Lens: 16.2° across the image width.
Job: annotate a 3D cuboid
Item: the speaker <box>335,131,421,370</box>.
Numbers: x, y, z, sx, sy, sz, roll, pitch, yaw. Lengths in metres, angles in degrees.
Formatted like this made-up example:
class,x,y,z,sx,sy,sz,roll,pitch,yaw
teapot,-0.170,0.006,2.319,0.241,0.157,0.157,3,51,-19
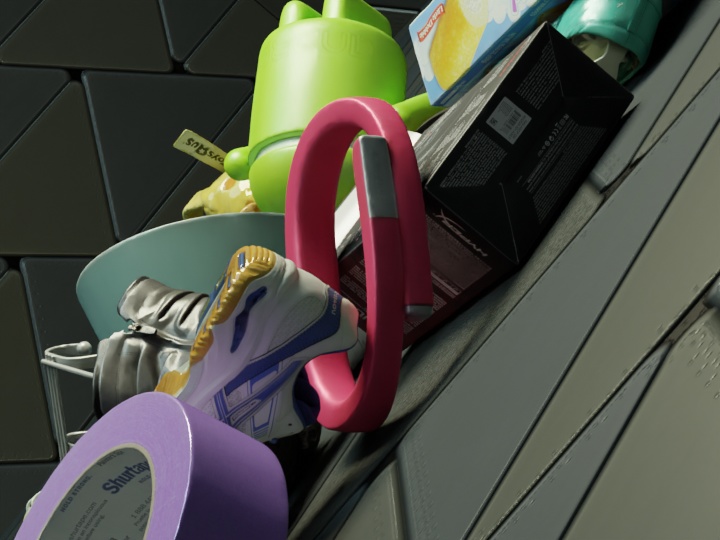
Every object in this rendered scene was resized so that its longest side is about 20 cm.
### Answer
class,x,y,z,sx,sy,sz,roll,pitch,yaw
speaker,0.000,0.000,1.753,0.200,0.081,0.081,-52,6,-17

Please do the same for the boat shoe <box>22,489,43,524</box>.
class,x,y,z,sx,sy,sz,roll,pitch,yaw
boat shoe,-0.200,0.177,1.673,0.072,0.062,0.200,-24,-24,-27

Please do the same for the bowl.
class,x,y,z,sx,sy,sz,roll,pitch,yaw
bowl,-0.104,0.046,1.859,0.201,0.201,0.105,-43,51,52

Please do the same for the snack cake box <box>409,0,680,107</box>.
class,x,y,z,sx,sy,sz,roll,pitch,yaw
snack cake box,0.134,-0.183,1.676,0.115,0.067,0.200,0,-27,-32

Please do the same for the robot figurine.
class,x,y,z,sx,sy,sz,roll,pitch,yaw
robot figurine,-0.025,-0.111,1.918,0.175,0.116,0.200,-13,60,32

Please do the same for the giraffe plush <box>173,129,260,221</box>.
class,x,y,z,sx,sy,sz,roll,pitch,yaw
giraffe plush,-0.049,-0.029,2.028,0.162,0.200,0.173,-107,36,-51

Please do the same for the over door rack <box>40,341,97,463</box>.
class,x,y,z,sx,sy,sz,roll,pitch,yaw
over door rack,-0.165,0.135,1.770,0.067,0.148,0.200,-11,11,-19

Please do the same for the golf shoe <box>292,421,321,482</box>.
class,x,y,z,sx,sy,sz,roll,pitch,yaw
golf shoe,-0.107,0.158,1.615,0.200,0.078,0.094,-41,-1,-16

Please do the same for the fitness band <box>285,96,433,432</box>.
class,x,y,z,sx,sy,sz,roll,pitch,yaw
fitness band,-0.003,-0.005,1.481,0.144,0.037,0.200,137,131,-62

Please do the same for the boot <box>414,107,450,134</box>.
class,x,y,z,sx,sy,sz,roll,pitch,yaw
boot,0.111,-0.133,1.862,0.200,0.064,0.186,-49,2,-30

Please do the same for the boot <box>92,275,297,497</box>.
class,x,y,z,sx,sy,sz,roll,pitch,yaw
boot,-0.106,0.091,1.559,0.070,0.132,0.200,72,-156,-43

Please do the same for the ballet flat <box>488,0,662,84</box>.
class,x,y,z,sx,sy,sz,roll,pitch,yaw
ballet flat,0.125,-0.117,1.634,0.200,0.067,0.070,-47,20,50

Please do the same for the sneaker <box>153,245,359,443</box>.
class,x,y,z,sx,sy,sz,roll,pitch,yaw
sneaker,-0.072,0.083,1.439,0.200,0.088,0.075,-57,14,31

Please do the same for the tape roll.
class,x,y,z,sx,sy,sz,roll,pitch,yaw
tape roll,-0.122,0.167,1.332,0.200,0.066,0.200,-43,30,33

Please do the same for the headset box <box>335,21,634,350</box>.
class,x,y,z,sx,sy,sz,roll,pitch,yaw
headset box,0.062,-0.044,1.558,0.149,0.077,0.200,-53,6,-30
